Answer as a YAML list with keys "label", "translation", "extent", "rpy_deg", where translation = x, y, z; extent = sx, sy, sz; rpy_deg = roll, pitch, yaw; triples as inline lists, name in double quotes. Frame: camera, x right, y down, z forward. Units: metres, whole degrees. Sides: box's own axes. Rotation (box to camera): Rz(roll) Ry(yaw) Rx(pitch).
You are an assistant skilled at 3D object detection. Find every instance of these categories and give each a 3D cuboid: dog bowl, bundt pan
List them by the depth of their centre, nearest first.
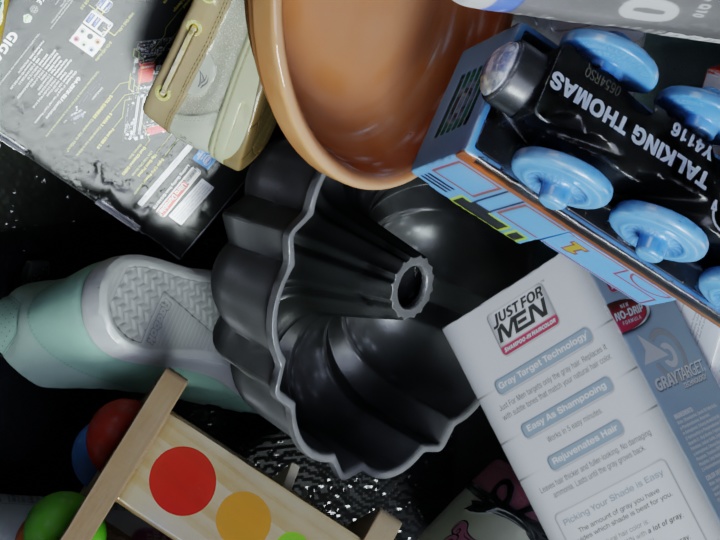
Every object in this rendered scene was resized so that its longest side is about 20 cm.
- label: "bundt pan"
  translation: [0.000, 0.000, 1.023]
  extent: [0.201, 0.075, 0.204]
  rpy_deg: [-20, 118, -44]
- label: "dog bowl"
  translation: [0.128, 0.178, 1.120]
  extent: [0.199, 0.200, 0.074]
  rpy_deg: [32, 87, -24]

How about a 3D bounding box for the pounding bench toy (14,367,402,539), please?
- label: "pounding bench toy"
  translation: [-0.106, 0.174, 0.990]
  extent: [0.155, 0.124, 0.201]
  rpy_deg: [33, 70, -5]

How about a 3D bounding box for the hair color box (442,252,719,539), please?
- label: "hair color box"
  translation: [0.132, 0.091, 0.992]
  extent: [0.099, 0.060, 0.201]
  rpy_deg: [-34, 79, 40]

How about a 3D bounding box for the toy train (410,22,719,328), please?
- label: "toy train"
  translation: [0.125, -0.037, 0.906]
  extent: [0.199, 0.114, 0.087]
  rpy_deg: [30, 73, -19]

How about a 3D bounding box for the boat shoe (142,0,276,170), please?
- label: "boat shoe"
  translation: [-0.051, -0.148, 0.924]
  extent: [0.066, 0.074, 0.202]
  rpy_deg: [20, 105, 7]

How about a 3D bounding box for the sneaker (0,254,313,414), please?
- label: "sneaker"
  translation: [-0.102, 0.036, 1.076]
  extent: [0.200, 0.117, 0.075]
  rpy_deg: [21, 68, -45]

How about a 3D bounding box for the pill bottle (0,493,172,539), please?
- label: "pill bottle"
  translation: [-0.184, 0.180, 1.094]
  extent: [0.198, 0.114, 0.114]
  rpy_deg: [5, 116, -14]

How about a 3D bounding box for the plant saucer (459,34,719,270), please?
- label: "plant saucer"
  translation: [0.154, -0.032, 1.098]
  extent: [0.199, 0.039, 0.203]
  rpy_deg: [-5, 117, -9]

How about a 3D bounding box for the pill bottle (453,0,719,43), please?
- label: "pill bottle"
  translation: [0.138, -0.157, 0.856]
  extent: [0.198, 0.114, 0.115]
  rpy_deg: [5, 116, -17]

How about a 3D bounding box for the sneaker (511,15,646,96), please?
- label: "sneaker"
  translation: [0.146, -0.146, 0.997]
  extent: [0.198, 0.075, 0.116]
  rpy_deg: [-5, 126, 20]

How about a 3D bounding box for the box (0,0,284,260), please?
- label: "box"
  translation: [-0.093, -0.127, 0.993]
  extent: [0.159, 0.049, 0.200]
  rpy_deg: [33, 106, -27]

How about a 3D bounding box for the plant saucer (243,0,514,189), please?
- label: "plant saucer"
  translation: [0.009, -0.138, 0.892]
  extent: [0.200, 0.037, 0.202]
  rpy_deg: [-26, 123, -50]

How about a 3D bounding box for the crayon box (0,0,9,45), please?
- label: "crayon box"
  translation: [-0.167, -0.217, 0.887]
  extent: [0.051, 0.126, 0.202]
  rpy_deg: [9, 114, -15]

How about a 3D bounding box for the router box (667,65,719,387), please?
- label: "router box"
  translation: [0.217, -0.013, 1.054]
  extent: [0.179, 0.049, 0.202]
  rpy_deg: [-16, 125, -50]
